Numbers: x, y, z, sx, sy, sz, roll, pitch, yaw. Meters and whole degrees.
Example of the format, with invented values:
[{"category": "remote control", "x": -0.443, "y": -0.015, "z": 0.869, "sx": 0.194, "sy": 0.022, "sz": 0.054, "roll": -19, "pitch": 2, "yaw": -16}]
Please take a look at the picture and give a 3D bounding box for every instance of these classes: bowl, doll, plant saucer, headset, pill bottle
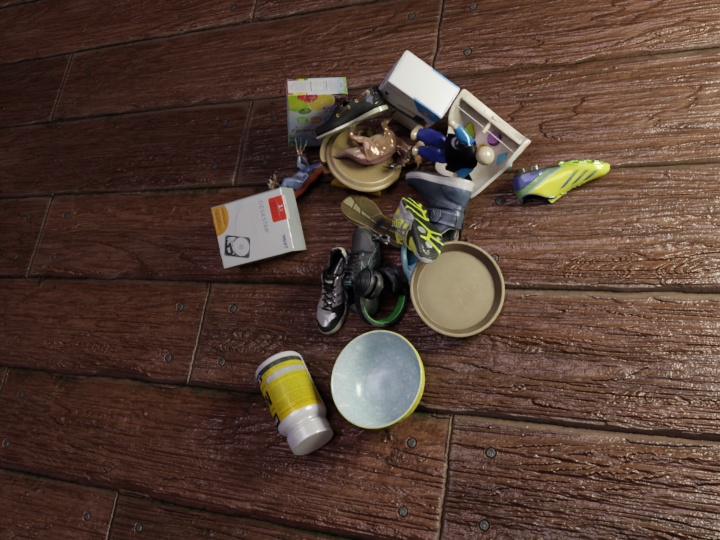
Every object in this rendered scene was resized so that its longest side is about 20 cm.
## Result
[{"category": "bowl", "x": 0.049, "y": 0.233, "z": 1.445, "sx": 0.198, "sy": 0.108, "sz": 0.202, "roll": -9, "pitch": 67, "yaw": 22}, {"category": "doll", "x": 0.200, "y": -0.266, "z": 1.520, "sx": 0.199, "sy": 0.137, "sz": 0.048, "roll": 23, "pitch": 45, "yaw": 35}, {"category": "plant saucer", "x": 0.200, "y": 0.040, "z": 1.455, "sx": 0.198, "sy": 0.029, "sz": 0.202, "roll": 0, "pitch": 78, "yaw": -1}, {"category": "headset", "x": 0.048, "y": 0.022, "z": 1.490, "sx": 0.094, "sy": 0.123, "sz": 0.202, "roll": 8, "pitch": 109, "yaw": 59}, {"category": "pill bottle", "x": -0.142, "y": 0.286, "z": 1.511, "sx": 0.114, "sy": 0.114, "sz": 0.201, "roll": -36, "pitch": 59, "yaw": 9}]

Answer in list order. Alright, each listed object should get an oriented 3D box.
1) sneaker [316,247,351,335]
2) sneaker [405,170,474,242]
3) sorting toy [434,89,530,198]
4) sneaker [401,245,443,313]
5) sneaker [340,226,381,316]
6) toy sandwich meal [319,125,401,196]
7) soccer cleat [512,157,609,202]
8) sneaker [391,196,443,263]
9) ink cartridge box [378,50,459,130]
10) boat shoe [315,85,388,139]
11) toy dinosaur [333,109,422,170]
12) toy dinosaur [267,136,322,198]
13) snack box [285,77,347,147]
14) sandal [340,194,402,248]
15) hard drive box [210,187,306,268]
[{"category": "sneaker", "x": -0.067, "y": 0.042, "z": 1.588, "sx": 0.075, "sy": 0.088, "sz": 0.202, "roll": 7, "pitch": 75, "yaw": 25}, {"category": "sneaker", "x": 0.157, "y": -0.142, "z": 1.560, "sx": 0.202, "sy": 0.076, "sz": 0.148, "roll": 23, "pitch": 103, "yaw": 53}, {"category": "sorting toy", "x": 0.258, "y": -0.262, "z": 1.553, "sx": 0.200, "sy": 0.107, "sz": 0.180, "roll": 46, "pitch": 107, "yaw": 26}, {"category": "sneaker", "x": 0.129, "y": 0.022, "z": 1.505, "sx": 0.074, "sy": 0.082, "sz": 0.201, "roll": -30, "pitch": 61, "yaw": 12}, {"category": "sneaker", "x": 0.000, "y": 0.000, "z": 1.549, "sx": 0.075, "sy": 0.079, "sz": 0.202, "roll": -14, "pitch": 76, "yaw": 45}, {"category": "toy sandwich meal", "x": -0.001, "y": -0.259, "z": 1.673, "sx": 0.203, "sy": 0.070, "sz": 0.207, "roll": 4, "pitch": 63, "yaw": -8}, {"category": "soccer cleat", "x": 0.422, "y": -0.188, "z": 1.473, "sx": 0.198, "sy": 0.065, "sz": 0.085, "roll": -7, "pitch": 97, "yaw": 18}, {"category": "sneaker", "x": 0.117, "y": -0.071, "z": 1.472, "sx": 0.077, "sy": 0.075, "sz": 0.201, "roll": -58, "pitch": 26, "yaw": 28}, {"category": "ink cartridge box", "x": 0.118, "y": -0.395, "z": 1.583, "sx": 0.144, "sy": 0.200, "sz": 0.085, "roll": 33, "pitch": 85, "yaw": -8}, {"category": "boat shoe", "x": -0.028, "y": -0.356, "z": 1.596, "sx": 0.200, "sy": 0.074, "sz": 0.064, "roll": -21, "pitch": 96, "yaw": 36}, {"category": "toy dinosaur", "x": 0.044, "y": -0.274, "z": 1.604, "sx": 0.198, "sy": 0.086, "sz": 0.137, "roll": -21, "pitch": 84, "yaw": -9}, {"category": "toy dinosaur", "x": -0.134, "y": -0.234, "z": 1.757, "sx": 0.180, "sy": 0.105, "sz": 0.202, "roll": -8, "pitch": 101, "yaw": 12}, {"category": "snack box", "x": -0.106, "y": -0.376, "z": 1.680, "sx": 0.141, "sy": 0.200, "sz": 0.053, "roll": -3, "pitch": 65, "yaw": -6}, {"category": "sandal", "x": 0.032, "y": -0.103, "z": 1.617, "sx": 0.199, "sy": 0.054, "sz": 0.080, "roll": 35, "pitch": 54, "yaw": 19}, {"category": "hard drive box", "x": -0.248, "y": -0.102, "z": 1.706, "sx": 0.198, "sy": 0.077, "sz": 0.157, "roll": -14, "pitch": 89, "yaw": 20}]
